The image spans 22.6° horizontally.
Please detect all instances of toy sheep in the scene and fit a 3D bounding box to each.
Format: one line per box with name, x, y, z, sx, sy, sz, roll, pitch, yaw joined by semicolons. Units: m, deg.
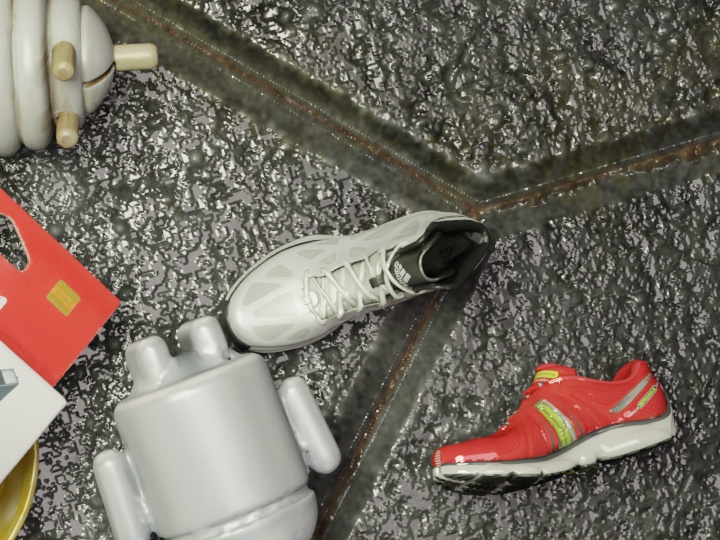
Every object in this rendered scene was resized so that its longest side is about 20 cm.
toy sheep;-0.238;-0.139;1.229;0.199;0.138;0.138;1;85;-9

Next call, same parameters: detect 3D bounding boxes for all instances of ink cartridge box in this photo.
ink cartridge box;-0.267;0.023;1.153;0.200;0.045;0.176;45;70;-22

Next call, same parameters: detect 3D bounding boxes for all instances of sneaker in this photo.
sneaker;0.000;-0.001;1.286;0.200;0.115;0.076;-22;91;-15
sneaker;0.137;0.114;1.343;0.200;0.077;0.085;-12;77;-22

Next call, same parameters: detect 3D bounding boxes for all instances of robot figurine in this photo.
robot figurine;-0.098;0.134;1.250;0.169;0.113;0.200;-20;90;-14

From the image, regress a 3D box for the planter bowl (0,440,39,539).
planter bowl;-0.322;0.125;1.203;0.200;0.083;0.201;3;83;-23
